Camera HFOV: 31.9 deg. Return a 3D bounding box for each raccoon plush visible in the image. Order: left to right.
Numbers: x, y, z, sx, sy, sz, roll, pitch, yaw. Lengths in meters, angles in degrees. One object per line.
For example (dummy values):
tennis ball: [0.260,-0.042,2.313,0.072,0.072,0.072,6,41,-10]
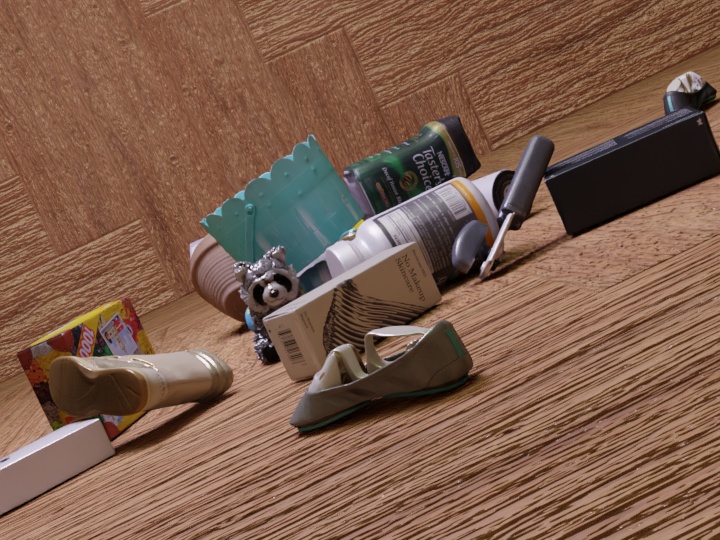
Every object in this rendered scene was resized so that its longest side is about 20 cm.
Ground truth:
raccoon plush: [-0.128,0.043,1.643,0.097,0.134,0.200,-29,7,-26]

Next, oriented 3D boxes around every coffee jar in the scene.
coffee jar: [0.080,-0.152,1.910,0.200,0.105,0.085,-30,12,-15]

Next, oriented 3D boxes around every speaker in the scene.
speaker: [0.166,-0.093,1.909,0.081,0.081,0.200,-29,7,-35]

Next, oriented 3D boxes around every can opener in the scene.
can opener: [0.169,-0.080,1.509,0.053,0.067,0.201,110,-176,-66]

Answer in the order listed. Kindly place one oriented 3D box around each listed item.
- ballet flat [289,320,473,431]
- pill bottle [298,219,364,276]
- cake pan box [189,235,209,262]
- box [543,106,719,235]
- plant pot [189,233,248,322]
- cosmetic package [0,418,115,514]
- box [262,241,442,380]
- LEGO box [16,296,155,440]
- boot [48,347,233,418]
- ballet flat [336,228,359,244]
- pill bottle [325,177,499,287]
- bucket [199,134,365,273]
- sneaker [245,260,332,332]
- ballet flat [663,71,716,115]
ballet flat: [0.008,0.085,1.075,0.200,0.064,0.067,-21,7,38]
pill bottle: [-0.021,-0.029,1.956,0.112,0.113,0.200,-19,8,43]
cake pan box: [-0.159,-0.015,2.128,0.199,0.184,0.052,-24,49,15]
box: [0.327,-0.123,1.530,0.199,0.079,0.141,-23,4,11]
plant pot: [-0.177,0.021,2.059,0.200,0.201,0.093,-23,47,16]
cosmetic package: [-0.388,0.234,1.446,0.200,0.051,0.082,-27,8,-27]
box: [-0.006,0.044,1.418,0.200,0.082,0.068,-31,8,-37]
LEGO box: [-0.346,0.136,1.665,0.077,0.149,0.200,-22,7,18]
boot: [-0.267,0.131,1.521,0.199,0.073,0.155,-3,2,43]
ballet flat: [0.000,0.000,1.689,0.070,0.071,0.200,-26,-12,-9]
pill bottle: [0.065,-0.027,1.567,0.199,0.117,0.116,-26,6,-13]
bucket: [-0.103,-0.073,1.721,0.207,0.135,0.207,-37,5,4]
sneaker: [-0.095,0.049,1.767,0.130,0.080,0.200,-24,-4,-11]
ballet flat: [0.572,-0.307,2.191,0.068,0.069,0.200,-22,6,31]
